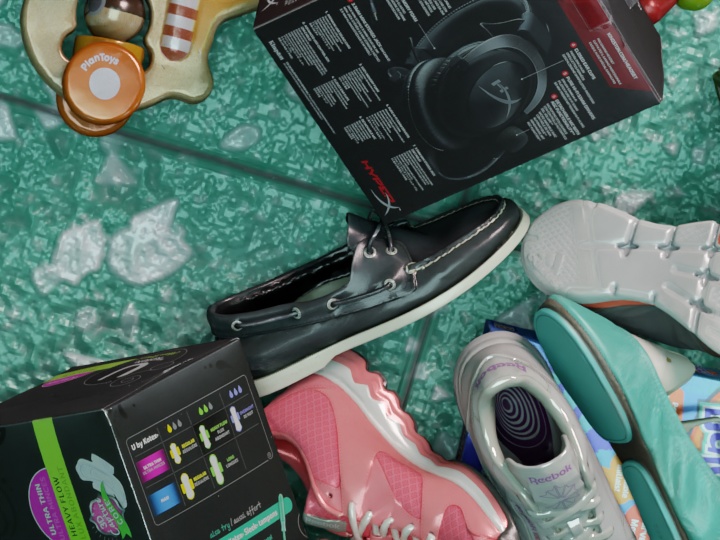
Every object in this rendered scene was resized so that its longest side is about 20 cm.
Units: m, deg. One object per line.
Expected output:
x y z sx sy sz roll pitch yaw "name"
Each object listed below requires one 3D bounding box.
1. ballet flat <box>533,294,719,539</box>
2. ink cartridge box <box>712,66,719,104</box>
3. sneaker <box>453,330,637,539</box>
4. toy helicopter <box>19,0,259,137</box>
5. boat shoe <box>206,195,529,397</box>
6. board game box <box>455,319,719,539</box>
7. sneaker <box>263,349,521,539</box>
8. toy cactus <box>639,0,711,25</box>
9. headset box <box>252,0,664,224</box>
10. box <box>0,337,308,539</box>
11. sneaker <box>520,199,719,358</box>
0.171 0.089 1.614 0.070 0.067 0.200 -32 99 -19 "ballet flat"
0.322 -0.074 1.627 0.200 0.076 0.148 -17 98 3 "ink cartridge box"
0.107 0.135 1.596 0.075 0.100 0.200 -27 99 2 "sneaker"
-0.099 -0.164 1.619 0.200 0.079 0.132 -18 89 -9 "toy helicopter"
0.000 -0.001 1.632 0.199 0.075 0.066 -28 110 12 "boat shoe"
0.156 0.124 1.667 0.200 0.045 0.152 11 98 -3 "board game box"
0.014 0.136 1.610 0.087 0.074 0.200 -32 58 -23 "sneaker"
0.205 -0.248 1.605 0.165 0.102 0.200 -11 96 -19 "toy cactus"
0.065 -0.135 1.563 0.200 0.077 0.149 -25 120 20 "headset box"
-0.124 0.157 1.598 0.148 0.124 0.200 -12 101 41 "box"
0.194 0.012 1.615 0.200 0.082 0.077 21 79 22 "sneaker"
